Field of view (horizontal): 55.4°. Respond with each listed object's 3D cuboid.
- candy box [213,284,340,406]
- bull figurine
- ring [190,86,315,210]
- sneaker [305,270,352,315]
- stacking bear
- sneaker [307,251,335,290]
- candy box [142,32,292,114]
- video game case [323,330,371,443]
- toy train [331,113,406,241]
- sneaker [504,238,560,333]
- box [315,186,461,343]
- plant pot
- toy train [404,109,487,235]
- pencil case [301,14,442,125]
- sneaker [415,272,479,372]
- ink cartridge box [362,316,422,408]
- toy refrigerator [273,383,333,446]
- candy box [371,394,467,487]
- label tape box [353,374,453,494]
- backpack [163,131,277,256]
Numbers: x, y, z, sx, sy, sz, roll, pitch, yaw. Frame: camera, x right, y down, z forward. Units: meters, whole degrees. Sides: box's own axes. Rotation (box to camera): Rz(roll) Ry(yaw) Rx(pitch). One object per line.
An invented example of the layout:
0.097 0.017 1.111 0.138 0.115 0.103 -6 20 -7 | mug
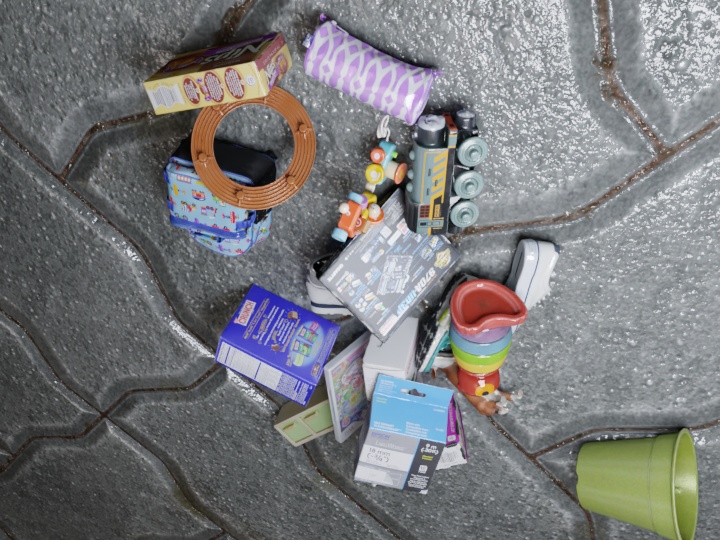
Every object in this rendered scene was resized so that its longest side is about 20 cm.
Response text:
-0.157 0.139 1.310 0.196 0.170 0.078 27 128 -1 | candy box
0.209 0.202 1.287 0.199 0.066 0.120 42 151 -21 | bull figurine
-0.166 -0.196 1.062 0.196 0.205 0.019 25 171 -1 | ring
-0.009 0.031 1.244 0.194 0.077 0.083 -3 111 17 | sneaker
0.200 0.128 1.143 0.118 0.115 0.204 -11 128 -9 | stacking bear
0.000 0.000 1.176 0.194 0.077 0.082 -9 168 6 | sneaker
-0.213 -0.296 1.034 0.194 0.118 0.058 -4 125 23 | candy box
-0.006 0.225 1.347 0.018 0.142 0.204 25 137 36 | video game case
0.022 -0.121 1.027 0.054 0.204 0.151 22 167 7 | toy train
0.281 0.035 1.139 0.068 0.074 0.203 3 137 -4 | sneaker
0.046 -0.009 1.130 0.159 0.046 0.201 42 88 -16 | box
0.507 0.390 1.271 0.186 0.201 0.203 -4 126 38 | plant pot
0.124 -0.143 1.034 0.110 0.086 0.204 -4 128 -7 | toy train
0.012 -0.287 0.988 0.196 0.084 0.087 26 94 -2 | pencil case
0.161 0.104 1.210 0.078 0.078 0.203 26 112 -16 | sneaker
0.065 0.207 1.297 0.082 0.148 0.204 4 128 14 | ink cartridge box
-0.094 0.309 1.483 0.198 0.071 0.076 -31 112 36 | toy refrigerator
0.106 0.333 1.356 0.195 0.138 0.062 -19 120 12 | candy box
0.074 0.294 1.216 0.140 0.064 0.204 12 122 -4 | label tape box
-0.240 -0.110 1.176 0.178 0.136 0.203 18 133 7 | backpack
